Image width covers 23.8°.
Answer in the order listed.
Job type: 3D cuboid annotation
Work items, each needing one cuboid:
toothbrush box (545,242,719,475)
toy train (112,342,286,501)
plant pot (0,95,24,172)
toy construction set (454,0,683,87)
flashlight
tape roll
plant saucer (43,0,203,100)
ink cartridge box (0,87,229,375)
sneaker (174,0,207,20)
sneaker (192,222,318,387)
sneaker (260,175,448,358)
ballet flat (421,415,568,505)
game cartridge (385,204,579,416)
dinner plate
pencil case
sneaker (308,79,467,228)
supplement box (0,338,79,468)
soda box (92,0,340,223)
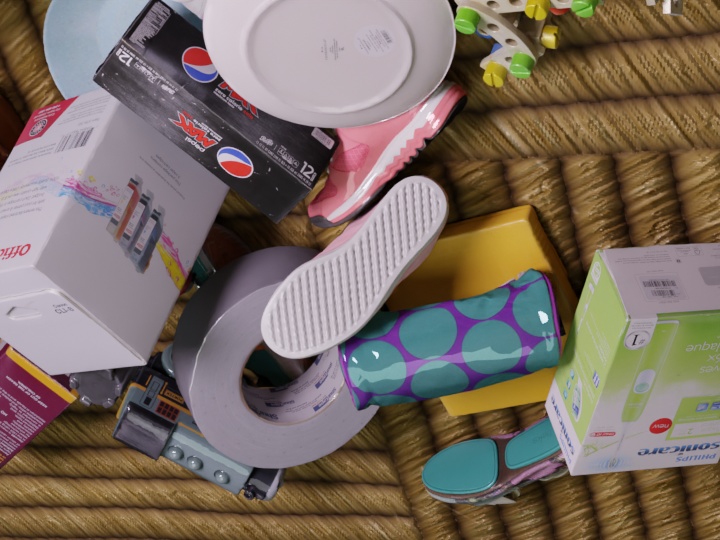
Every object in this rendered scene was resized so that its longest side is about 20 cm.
[{"bbox_3d":[0.257,0.077,1.465,0.144,0.087,0.201,-2,136,-15],"label":"toothbrush box"},{"bbox_3d":[-0.154,0.156,1.714,0.199,0.114,0.085,29,134,-4],"label":"toy train"},{"bbox_3d":[-0.383,-0.082,1.558,0.139,0.201,0.201,-19,122,15],"label":"plant pot"},{"bbox_3d":[0.155,-0.207,1.282,0.198,0.093,0.131,-13,140,29],"label":"toy construction set"},{"bbox_3d":[-0.209,0.043,1.578,0.067,0.201,0.068,-5,129,26],"label":"flashlight"},{"bbox_3d":[-0.071,0.081,1.575,0.198,0.066,0.202,-10,120,-18],"label":"tape roll"},{"bbox_3d":[-0.176,-0.186,1.478,0.199,0.039,0.202,11,133,12],"label":"plant saucer"},{"bbox_3d":[-0.235,-0.032,1.469,0.144,0.201,0.145,-9,138,43],"label":"ink cartridge box"},{"bbox_3d":[-0.065,-0.257,1.349,0.198,0.082,0.088,-19,149,20],"label":"sneaker"},{"bbox_3d":[-0.119,0.042,1.631,0.079,0.072,0.201,-19,122,29],"label":"sneaker"},{"bbox_3d":[0.000,0.000,1.484,0.200,0.105,0.075,-44,87,2],"label":"sneaker"},{"bbox_3d":[0.152,0.191,1.664,0.199,0.070,0.071,-26,136,36],"label":"ballet flat"},{"bbox_3d":[0.119,0.041,1.566,0.175,0.033,0.201,-12,121,30],"label":"game cartridge"},{"bbox_3d":[-0.024,-0.176,1.323,0.198,0.024,0.201,1,140,1],"label":"dinner plate"},{"bbox_3d":[0.078,0.060,1.491,0.198,0.093,0.085,-13,151,8],"label":"pencil case"},{"bbox_3d":[0.007,-0.117,1.458,0.087,0.074,0.200,46,128,0],"label":"sneaker"},{"bbox_3d":[-0.350,0.114,1.757,0.085,0.111,0.200,39,132,-13],"label":"supplement box"},{"bbox_3d":[-0.120,-0.133,1.422,0.199,0.064,0.071,38,142,-11],"label":"soda box"}]
